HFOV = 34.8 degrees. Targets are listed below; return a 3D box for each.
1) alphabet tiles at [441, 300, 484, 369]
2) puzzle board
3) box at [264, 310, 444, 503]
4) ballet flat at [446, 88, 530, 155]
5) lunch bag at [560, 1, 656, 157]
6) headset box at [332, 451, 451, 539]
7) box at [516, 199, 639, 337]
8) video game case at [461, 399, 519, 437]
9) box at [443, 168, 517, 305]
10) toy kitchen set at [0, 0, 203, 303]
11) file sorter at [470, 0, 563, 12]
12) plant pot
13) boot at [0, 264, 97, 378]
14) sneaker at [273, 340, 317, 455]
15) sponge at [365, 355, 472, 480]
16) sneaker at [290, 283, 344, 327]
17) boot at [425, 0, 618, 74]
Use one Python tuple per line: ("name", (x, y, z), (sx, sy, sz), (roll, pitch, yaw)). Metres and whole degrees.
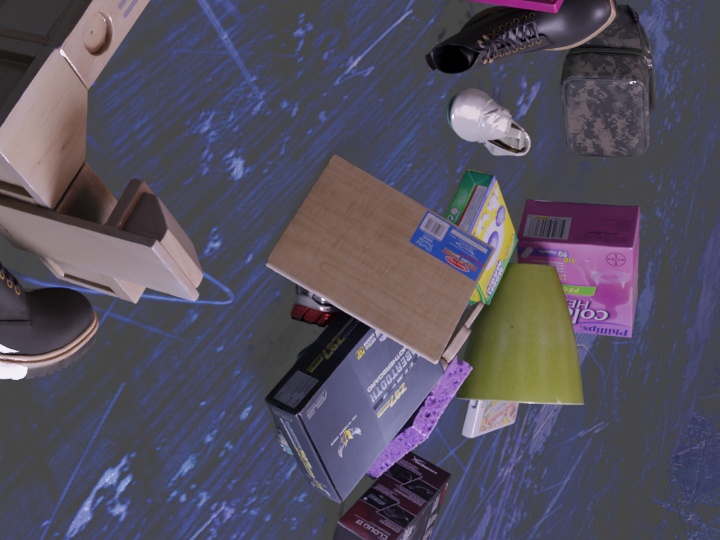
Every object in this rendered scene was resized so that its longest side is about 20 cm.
("alphabet tiles", (0.083, 0.122, 1.431), (0.196, 0.015, 0.200), (-54, -179, -14))
("puzzle board", (0.023, -0.013, 1.181), (0.151, 0.200, 0.017), (-60, 180, -28))
("box", (0.000, 0.121, 1.209), (0.200, 0.051, 0.158), (-47, 139, -27))
("ballet flat", (0.178, -0.192, 1.512), (0.200, 0.069, 0.070), (18, 88, -64))
("lunch bag", (0.395, -0.300, 1.813), (0.200, 0.139, 0.168), (67, 29, -52))
("headset box", (0.026, 0.348, 1.472), (0.200, 0.077, 0.149), (-36, 147, -50))
("box", (0.342, -0.002, 1.797), (0.200, 0.176, 0.097), (78, 24, -44))
("video game case", (0.230, 0.171, 1.863), (0.200, 0.023, 0.182), (0, 105, -63))
("box", (0.166, -0.037, 1.598), (0.117, 0.048, 0.200), (-64, 154, -19))
("toy kitchen set", (-0.156, -0.093, 0.798), (0.181, 0.163, 0.200), (-63, 152, -22))
("file sorter", (0.191, -0.422, 1.329), (0.200, 0.139, 0.125), (-61, 150, -25))
("plant pot", (0.237, 0.092, 1.691), (0.187, 0.187, 0.200), (12, 80, -64))
("boot", (-0.240, -0.003, 0.748), (0.200, 0.077, 0.139), (-13, 121, -60))
("sneaker", (-0.028, 0.107, 1.262), (0.200, 0.078, 0.086), (-55, 145, -34))
("sponge", (0.064, 0.184, 1.418), (0.112, 0.030, 0.200), (-54, -178, -31))
("sneaker", (0.000, 0.000, 1.255), (0.200, 0.078, 0.082), (-25, 125, -57))
("boot", (0.188, -0.273, 1.343), (0.138, 0.200, 0.078), (-38, 110, -46))
